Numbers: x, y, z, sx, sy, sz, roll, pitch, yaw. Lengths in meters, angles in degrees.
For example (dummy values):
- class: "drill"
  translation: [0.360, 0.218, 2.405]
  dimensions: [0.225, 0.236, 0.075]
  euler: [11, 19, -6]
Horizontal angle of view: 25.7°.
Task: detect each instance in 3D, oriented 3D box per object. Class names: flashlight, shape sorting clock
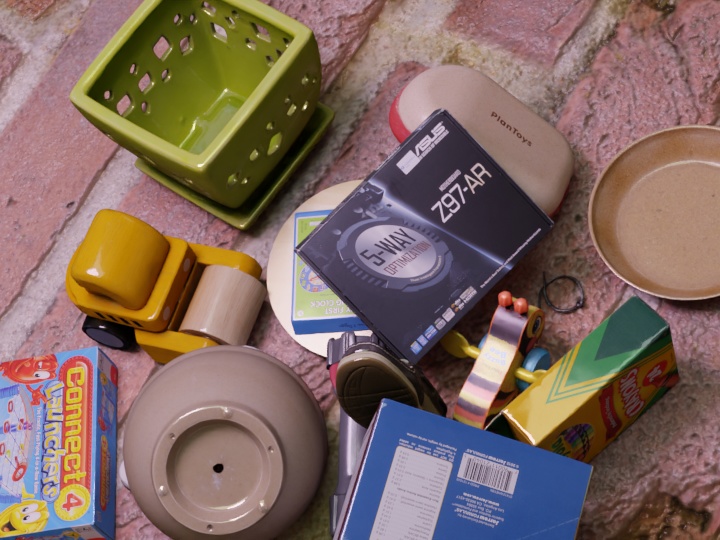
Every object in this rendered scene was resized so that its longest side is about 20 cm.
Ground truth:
- class: "flashlight"
  translation: [-0.003, 0.163, 1.535]
  dimensions: [0.068, 0.068, 0.200]
  euler: [-20, 62, 46]
- class: "shape sorting clock"
  translation: [0.000, 0.000, 1.639]
  dimensions: [0.200, 0.039, 0.200]
  euler: [-5, 66, 12]

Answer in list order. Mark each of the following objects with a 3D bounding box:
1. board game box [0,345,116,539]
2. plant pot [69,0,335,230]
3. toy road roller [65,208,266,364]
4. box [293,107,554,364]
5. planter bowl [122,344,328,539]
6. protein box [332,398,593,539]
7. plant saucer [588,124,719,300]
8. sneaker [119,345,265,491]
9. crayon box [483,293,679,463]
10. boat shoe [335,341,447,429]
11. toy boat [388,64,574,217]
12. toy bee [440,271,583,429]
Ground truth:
- class: "board game box"
  translation: [-0.353, 0.191, 1.626]
  dimensions: [0.196, 0.056, 0.200]
  euler: [-11, 61, 10]
- class: "plant pot"
  translation: [-0.156, -0.173, 1.692]
  dimensions: [0.199, 0.181, 0.200]
  euler: [29, 74, 27]
- class: "toy road roller"
  translation: [-0.212, 0.014, 1.628]
  dimensions: [0.200, 0.146, 0.123]
  euler: [12, 67, 21]
- class: "box"
  translation: [0.061, -0.032, 1.520]
  dimensions: [0.200, 0.044, 0.160]
  euler: [-44, 97, -3]
- class: "planter bowl"
  translation: [-0.129, 0.176, 1.476]
  dimensions: [0.200, 0.135, 0.200]
  euler: [0, 93, -2]
- class: "protein box"
  translation: [0.076, 0.251, 1.395]
  dimensions: [0.198, 0.135, 0.200]
  euler: [18, 67, 0]
- class: "plant saucer"
  translation: [0.330, -0.053, 1.577]
  dimensions: [0.200, 0.035, 0.200]
  euler: [-6, 62, 12]
- class: "sneaker"
  translation: [-0.167, 0.143, 1.583]
  dimensions: [0.200, 0.087, 0.075]
  euler: [-43, 61, -8]
- class: "crayon box"
  translation: [0.205, 0.126, 1.466]
  dimensions: [0.200, 0.127, 0.051]
  euler: [-41, 60, -6]
- class: "boat shoe"
  translation: [0.032, 0.116, 1.480]
  dimensions: [0.072, 0.201, 0.066]
  euler: [-13, 52, 21]
- class: "toy boat"
  translation: [0.113, -0.114, 1.626]
  dimensions: [0.200, 0.131, 0.131]
  euler: [37, 44, -6]
- class: "toy bee"
  translation: [0.138, 0.069, 1.525]
  dimensions: [0.131, 0.109, 0.200]
  euler: [2, 63, 18]
